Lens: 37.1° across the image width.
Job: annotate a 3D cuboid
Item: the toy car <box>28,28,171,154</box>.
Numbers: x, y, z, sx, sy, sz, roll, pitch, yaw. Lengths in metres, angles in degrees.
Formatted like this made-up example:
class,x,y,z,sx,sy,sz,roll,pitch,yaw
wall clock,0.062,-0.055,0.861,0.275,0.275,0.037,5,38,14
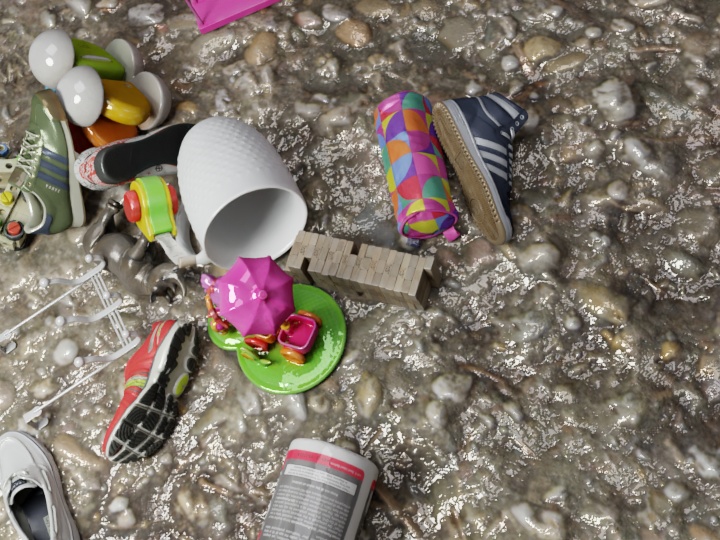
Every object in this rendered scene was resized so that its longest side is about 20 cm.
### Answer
class,x,y,z,sx,sy,sz,roll,pitch,yaw
toy car,-0.388,-0.248,1.557,0.200,0.174,0.151,49,122,27

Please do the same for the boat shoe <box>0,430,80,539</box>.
class,x,y,z,sx,sy,sz,roll,pitch,yaw
boat shoe,-0.413,0.276,1.344,0.073,0.065,0.200,-39,61,-5

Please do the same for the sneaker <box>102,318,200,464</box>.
class,x,y,z,sx,sy,sz,roll,pitch,yaw
sneaker,-0.275,0.154,1.373,0.084,0.077,0.202,7,60,39

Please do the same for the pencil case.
class,x,y,z,sx,sy,sz,roll,pitch,yaw
pencil case,0.072,-0.134,1.399,0.087,0.089,0.202,-15,64,8

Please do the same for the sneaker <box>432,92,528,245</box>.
class,x,y,z,sx,sy,sz,roll,pitch,yaw
sneaker,0.178,-0.138,1.375,0.107,0.070,0.202,-18,78,-22

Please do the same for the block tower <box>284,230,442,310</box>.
class,x,y,z,sx,sy,sz,roll,pitch,yaw
block tower,0.000,0.000,1.368,0.197,0.054,0.058,11,69,21

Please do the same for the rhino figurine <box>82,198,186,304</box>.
class,x,y,z,sx,sy,sz,roll,pitch,yaw
rhino figurine,-0.302,-0.016,1.455,0.199,0.060,0.088,34,98,26

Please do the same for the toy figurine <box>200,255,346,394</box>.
class,x,y,z,sx,sy,sz,roll,pitch,yaw
toy figurine,-0.132,0.042,1.310,0.198,0.184,0.152,17,70,23

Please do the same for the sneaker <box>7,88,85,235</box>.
class,x,y,z,sx,sy,sz,roll,pitch,yaw
sneaker,-0.442,-0.141,1.474,0.089,0.203,0.067,-23,30,-33

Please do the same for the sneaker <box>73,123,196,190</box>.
class,x,y,z,sx,sy,sz,roll,pitch,yaw
sneaker,-0.301,-0.160,1.499,0.107,0.200,0.068,-3,103,48

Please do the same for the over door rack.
class,x,y,z,sx,sy,sz,roll,pitch,yaw
over door rack,-0.396,0.091,1.409,0.199,0.067,0.149,-39,60,10

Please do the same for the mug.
class,x,y,z,sx,sy,sz,roll,pitch,yaw
mug,-0.183,-0.096,1.428,0.200,0.147,0.176,-49,50,24

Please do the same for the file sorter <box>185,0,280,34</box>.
class,x,y,z,sx,sy,sz,roll,pitch,yaw
file sorter,-0.222,-0.496,1.629,0.137,0.126,0.202,-22,61,5

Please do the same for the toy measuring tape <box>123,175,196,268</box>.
class,x,y,z,sx,sy,sz,roll,pitch,yaw
toy measuring tape,-0.259,-0.074,1.384,0.073,0.074,0.200,-41,39,-6

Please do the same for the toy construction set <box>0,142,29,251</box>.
class,x,y,z,sx,sy,sz,roll,pitch,yaw
toy construction set,-0.529,-0.094,1.541,0.129,0.092,0.203,18,77,-3

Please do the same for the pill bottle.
class,x,y,z,sx,sy,sz,roll,pitch,yaw
pill bottle,-0.059,0.301,1.206,0.109,0.111,0.202,11,68,20
